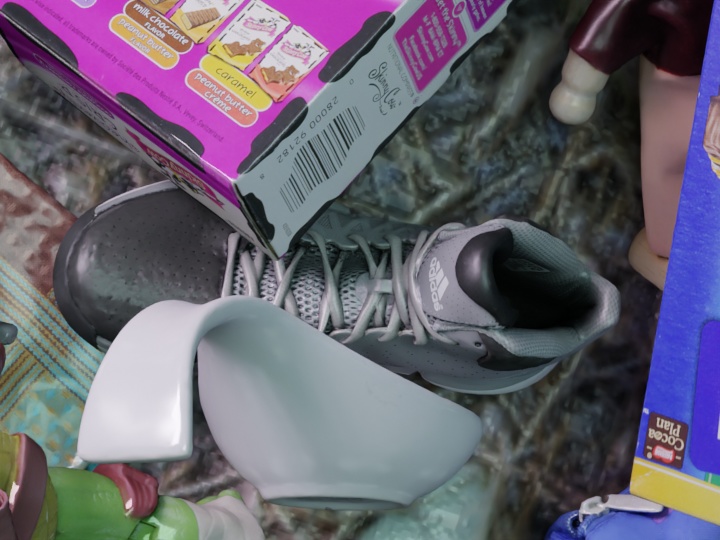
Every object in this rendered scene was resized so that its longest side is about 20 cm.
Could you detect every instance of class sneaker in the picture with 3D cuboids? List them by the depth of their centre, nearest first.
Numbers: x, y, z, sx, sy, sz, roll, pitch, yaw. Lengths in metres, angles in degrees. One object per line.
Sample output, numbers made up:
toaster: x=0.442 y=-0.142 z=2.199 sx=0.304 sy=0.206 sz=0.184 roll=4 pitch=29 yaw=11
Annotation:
sneaker: x=0.000 y=0.000 z=0.962 sx=0.200 sy=0.115 sz=0.075 roll=5 pitch=82 yaw=-21

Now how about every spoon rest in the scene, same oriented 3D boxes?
spoon rest: x=-0.027 y=0.046 z=0.933 sx=0.099 sy=0.200 sz=0.061 roll=-3 pitch=80 yaw=24

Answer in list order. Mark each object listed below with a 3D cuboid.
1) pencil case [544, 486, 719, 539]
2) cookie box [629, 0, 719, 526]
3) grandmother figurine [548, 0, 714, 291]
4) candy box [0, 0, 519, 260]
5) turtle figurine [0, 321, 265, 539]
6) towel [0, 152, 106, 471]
pencil case: x=0.157 y=0.083 z=1.032 sx=0.200 sy=0.078 sz=0.087 roll=-32 pitch=119 yaw=-14
cookie box: x=0.189 y=0.000 z=0.899 sx=0.075 sy=0.171 sz=0.200 roll=-7 pitch=109 yaw=-51
grandmother figurine: x=0.122 y=-0.083 z=0.986 sx=0.121 sy=0.061 sz=0.200 roll=-24 pitch=132 yaw=-22
candy box: x=-0.016 y=-0.121 z=0.958 sx=0.136 sy=0.061 sz=0.200 roll=37 pitch=79 yaw=28
turtle figurine: x=-0.145 y=0.079 z=0.935 sx=0.194 sy=0.200 sz=0.144 roll=34 pitch=52 yaw=-36
towel: x=-0.169 y=0.053 z=0.975 sx=0.147 sy=0.022 sz=0.200 roll=41 pitch=80 yaw=-12
